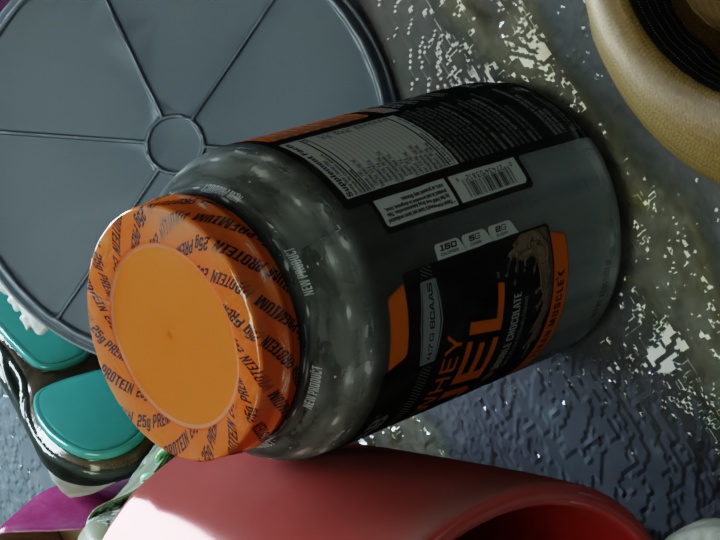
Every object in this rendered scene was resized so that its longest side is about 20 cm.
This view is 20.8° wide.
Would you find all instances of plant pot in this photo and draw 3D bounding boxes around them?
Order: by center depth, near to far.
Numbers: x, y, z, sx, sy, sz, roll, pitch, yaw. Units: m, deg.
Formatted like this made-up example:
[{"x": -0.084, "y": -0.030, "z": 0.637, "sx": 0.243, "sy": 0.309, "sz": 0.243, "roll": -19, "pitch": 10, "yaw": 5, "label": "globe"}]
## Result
[{"x": -0.004, "y": 0.154, "z": 0.762, "sx": 0.177, "sy": 0.200, "sz": 0.201, "roll": 17, "pitch": 115, "yaw": 47, "label": "plant pot"}]

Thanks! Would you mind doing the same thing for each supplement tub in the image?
[{"x": 0.000, "y": 0.000, "z": 0.768, "sx": 0.122, "sy": 0.200, "sz": 0.123, "roll": 18, "pitch": 116, "yaw": 41, "label": "supplement tub"}]

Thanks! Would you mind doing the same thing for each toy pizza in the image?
[{"x": -0.081, "y": -0.055, "z": 0.882, "sx": 0.200, "sy": 0.032, "sz": 0.201, "roll": 0, "pitch": 89, "yaw": 3, "label": "toy pizza"}]

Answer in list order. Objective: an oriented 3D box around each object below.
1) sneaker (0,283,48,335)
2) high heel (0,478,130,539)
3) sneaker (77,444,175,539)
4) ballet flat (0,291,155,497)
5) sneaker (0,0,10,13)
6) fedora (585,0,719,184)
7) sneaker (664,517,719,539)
[{"x": -0.165, "y": -0.009, "z": 1.015, "sx": 0.200, "sy": 0.076, "sz": 0.081, "roll": 8, "pitch": 94, "yaw": 44, "label": "sneaker"}, {"x": -0.093, "y": 0.155, "z": 0.990, "sx": 0.200, "sy": 0.096, "sz": 0.067, "roll": 28, "pitch": 122, "yaw": 36, "label": "high heel"}, {"x": -0.076, "y": 0.090, "z": 0.902, "sx": 0.077, "sy": 0.200, "sz": 0.089, "roll": 15, "pitch": 103, "yaw": 6, "label": "sneaker"}, {"x": -0.147, "y": 0.072, "z": 1.025, "sx": 0.200, "sy": 0.068, "sz": 0.068, "roll": -133, "pitch": 32, "yaw": -55, "label": "ballet flat"}, {"x": -0.126, "y": -0.075, "z": 0.934, "sx": 0.200, "sy": 0.114, "sz": 0.073, "roll": 35, "pitch": 124, "yaw": 31, "label": "sneaker"}, {"x": 0.160, "y": -0.118, "z": 0.645, "sx": 0.200, "sy": 0.082, "sz": 0.201, "roll": 14, "pitch": 108, "yaw": 50, "label": "fedora"}, {"x": 0.158, "y": 0.121, "z": 0.691, "sx": 0.079, "sy": 0.130, "sz": 0.199, "roll": 35, "pitch": 153, "yaw": 35, "label": "sneaker"}]
